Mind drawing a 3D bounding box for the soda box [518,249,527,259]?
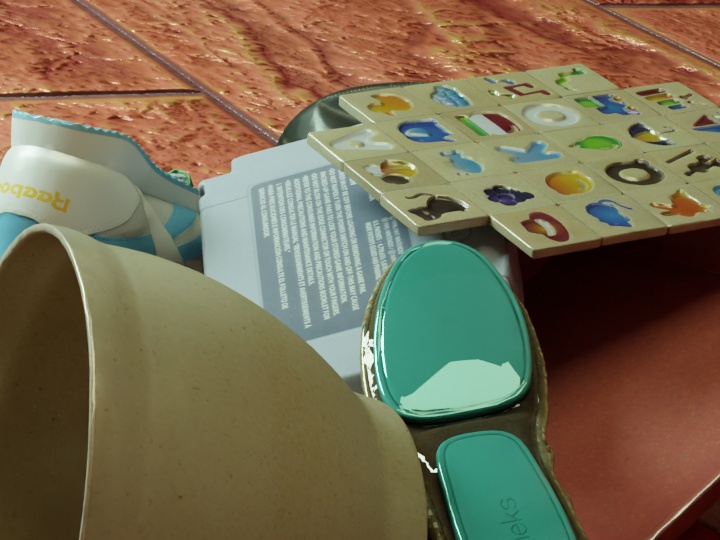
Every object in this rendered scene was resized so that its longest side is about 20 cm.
[{"bbox_3d":[0.101,0.018,1.096,0.200,0.064,0.068,19,17,-40],"label":"soda box"}]

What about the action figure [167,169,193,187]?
[{"bbox_3d":[-0.130,-0.018,1.205,0.118,0.055,0.200,14,19,11],"label":"action figure"}]

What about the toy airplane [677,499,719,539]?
[{"bbox_3d":[0.210,0.079,0.977,0.198,0.141,0.200,-8,49,7],"label":"toy airplane"}]

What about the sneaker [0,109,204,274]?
[{"bbox_3d":[-0.115,-0.010,1.051,0.076,0.081,0.200,12,-9,24],"label":"sneaker"}]

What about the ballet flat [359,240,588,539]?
[{"bbox_3d":[0.039,0.071,0.805,0.070,0.065,0.200,-4,39,-4],"label":"ballet flat"}]

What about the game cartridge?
[{"bbox_3d":[0.000,0.000,0.959,0.133,0.042,0.200,-11,32,1],"label":"game cartridge"}]

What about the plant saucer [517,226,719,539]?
[{"bbox_3d":[0.099,0.039,0.919,0.200,0.037,0.199,-36,37,-30],"label":"plant saucer"}]

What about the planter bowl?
[{"bbox_3d":[-0.061,0.094,0.762,0.134,0.201,0.200,11,19,-23],"label":"planter bowl"}]

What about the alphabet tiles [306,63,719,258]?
[{"bbox_3d":[0.086,-0.051,0.983,0.199,0.006,0.166,-10,30,-28],"label":"alphabet tiles"}]

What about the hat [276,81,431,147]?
[{"bbox_3d":[0.016,-0.048,1.152,0.200,0.201,0.081,5,65,-11],"label":"hat"}]
